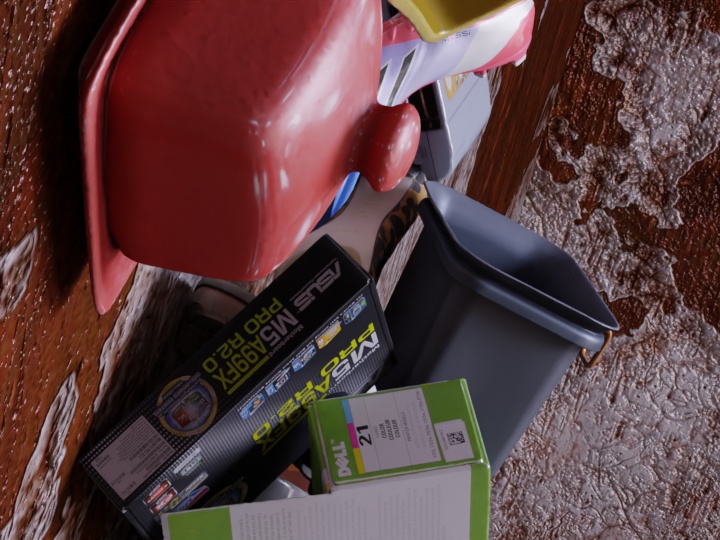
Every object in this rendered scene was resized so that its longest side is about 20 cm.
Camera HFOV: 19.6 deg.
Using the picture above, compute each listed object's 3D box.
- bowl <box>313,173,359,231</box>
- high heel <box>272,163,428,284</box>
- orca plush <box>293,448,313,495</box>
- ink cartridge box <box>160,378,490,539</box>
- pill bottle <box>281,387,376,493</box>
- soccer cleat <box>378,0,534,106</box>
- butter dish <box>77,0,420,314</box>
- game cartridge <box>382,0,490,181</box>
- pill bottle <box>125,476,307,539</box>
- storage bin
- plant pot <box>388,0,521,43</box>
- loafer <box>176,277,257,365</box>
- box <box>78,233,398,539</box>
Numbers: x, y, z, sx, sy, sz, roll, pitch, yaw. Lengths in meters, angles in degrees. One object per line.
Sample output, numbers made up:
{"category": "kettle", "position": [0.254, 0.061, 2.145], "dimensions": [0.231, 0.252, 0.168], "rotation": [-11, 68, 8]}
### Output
{"category": "bowl", "position": [-0.008, -0.100, 1.574], "dimensions": [0.201, 0.039, 0.202], "rotation": [20, 90, -82]}
{"category": "high heel", "position": [0.000, 0.000, 1.477], "dimensions": [0.143, 0.071, 0.202], "rotation": [38, 67, -66]}
{"category": "orca plush", "position": [-0.042, 0.119, 1.431], "dimensions": [0.200, 0.070, 0.106], "rotation": [-105, -158, -77]}
{"category": "ink cartridge box", "position": [-0.024, 0.156, 1.295], "dimensions": [0.076, 0.198, 0.149], "rotation": [-104, -171, -45]}
{"category": "pill bottle", "position": [-0.028, 0.142, 1.610], "dimensions": [0.112, 0.111, 0.202], "rotation": [-51, 136, -66]}
{"category": "soccer cleat", "position": [0.027, -0.147, 1.382], "dimensions": [0.199, 0.067, 0.077], "rotation": [-24, 134, -17]}
{"category": "butter dish", "position": [-0.042, -0.081, 1.008], "dimensions": [0.201, 0.147, 0.201], "rotation": [97, 15, -57]}
{"category": "game cartridge", "position": [0.051, -0.180, 1.491], "dimensions": [0.133, 0.041, 0.202], "rotation": [-50, 131, -58]}
{"category": "pill bottle", "position": [-0.115, 0.225, 1.378], "dimensions": [0.114, 0.113, 0.202], "rotation": [80, 30, -74]}
{"category": "storage bin", "position": [0.082, 0.047, 1.404], "dimensions": [0.135, 0.145, 0.200], "rotation": [-61, -166, 13]}
{"category": "plant pot", "position": [0.071, -0.260, 1.090], "dimensions": [0.195, 0.193, 0.202], "rotation": [12, 53, -81]}
{"category": "loafer", "position": [-0.087, 0.064, 1.356], "dimensions": [0.063, 0.071, 0.200], "rotation": [-60, 172, -16]}
{"category": "box", "position": [-0.068, 0.084, 1.269], "dimensions": [0.200, 0.044, 0.160], "rotation": [-42, 160, -10]}
